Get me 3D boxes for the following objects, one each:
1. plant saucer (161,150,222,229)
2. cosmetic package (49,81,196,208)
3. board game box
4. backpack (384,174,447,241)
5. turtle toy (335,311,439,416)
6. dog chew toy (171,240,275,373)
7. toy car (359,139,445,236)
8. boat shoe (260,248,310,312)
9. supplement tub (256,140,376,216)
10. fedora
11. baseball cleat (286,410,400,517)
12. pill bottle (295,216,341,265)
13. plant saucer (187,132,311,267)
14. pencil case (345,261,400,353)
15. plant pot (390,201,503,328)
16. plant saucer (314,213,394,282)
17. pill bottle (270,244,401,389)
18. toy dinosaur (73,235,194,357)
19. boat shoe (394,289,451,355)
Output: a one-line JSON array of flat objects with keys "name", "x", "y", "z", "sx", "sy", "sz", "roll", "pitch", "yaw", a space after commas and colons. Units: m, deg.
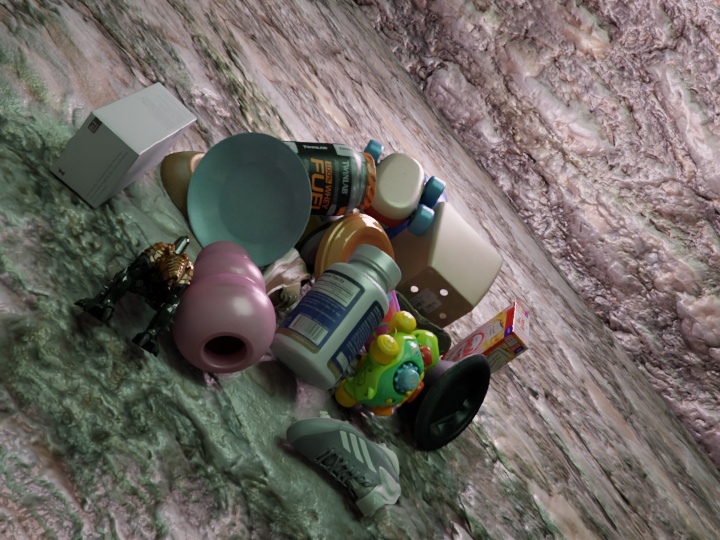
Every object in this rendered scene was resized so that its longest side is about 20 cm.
[{"name": "plant saucer", "x": -0.233, "y": -0.131, "z": 1.038, "sx": 0.200, "sy": 0.035, "sz": 0.200, "roll": 38, "pitch": 27, "yaw": -23}, {"name": "cosmetic package", "x": -0.322, "y": -0.180, "z": 0.869, "sx": 0.081, "sy": 0.113, "sz": 0.200, "roll": 42, "pitch": 27, "yaw": -14}, {"name": "board game box", "x": 0.236, "y": 0.159, "z": 1.214, "sx": 0.046, "sy": 0.200, "sz": 0.152, "roll": 47, "pitch": 24, "yaw": -4}, {"name": "backpack", "x": 0.123, "y": -0.123, "z": 1.473, "sx": 0.162, "sy": 0.168, "sz": 0.200, "roll": 32, "pitch": 33, "yaw": -20}, {"name": "turtle toy", "x": 0.057, "y": 0.144, "z": 0.960, "sx": 0.101, "sy": 0.146, "sz": 0.200, "roll": 39, "pitch": 35, "yaw": 6}, {"name": "dog chew toy", "x": -0.175, "y": 0.035, "z": 0.803, "sx": 0.124, "sy": 0.125, "sz": 0.200, "roll": 33, "pitch": 24, "yaw": -32}, {"name": "toy car", "x": 0.046, "y": -0.135, "z": 1.330, "sx": 0.184, "sy": 0.200, "sz": 0.177, "roll": 29, "pitch": 53, "yaw": -5}, {"name": "boat shoe", "x": -0.124, "y": 0.025, "z": 0.955, "sx": 0.072, "sy": 0.076, "sz": 0.200, "roll": 51, "pitch": 27, "yaw": -6}, {"name": "supplement tub", "x": -0.083, "y": -0.152, "z": 1.039, "sx": 0.199, "sy": 0.123, "sz": 0.123, "roll": -2, "pitch": 48, "yaw": -19}, {"name": "fedora", "x": 0.135, "y": 0.207, "z": 1.068, "sx": 0.092, "sy": 0.201, "sz": 0.200, "roll": 29, "pitch": 10, "yaw": 35}, {"name": "baseball cleat", "x": -0.011, "y": 0.257, "z": 0.816, "sx": 0.200, "sy": 0.070, "sz": 0.107, "roll": 30, "pitch": 31, "yaw": -35}, {"name": "pill bottle", "x": -0.097, "y": -0.118, "z": 1.157, "sx": 0.111, "sy": 0.111, "sz": 0.200, "roll": 8, "pitch": 48, "yaw": -56}, {"name": "plant saucer", "x": -0.161, "y": -0.103, "z": 0.934, "sx": 0.201, "sy": 0.201, "sz": 0.039, "roll": 54, "pitch": 13, "yaw": 9}, {"name": "pencil case", "x": 0.031, "y": 0.068, "z": 1.049, "sx": 0.088, "sy": 0.088, "sz": 0.200, "roll": -83, "pitch": 155, "yaw": -58}, {"name": "plant pot", "x": 0.158, "y": 0.016, "z": 1.319, "sx": 0.200, "sy": 0.200, "sz": 0.177, "roll": 42, "pitch": 36, "yaw": -15}, {"name": "plant saucer", "x": 0.000, "y": 0.000, "z": 1.096, "sx": 0.200, "sy": 0.037, "sz": 0.201, "roll": -6, "pitch": 98, "yaw": -50}, {"name": "pill bottle", "x": -0.030, "y": 0.061, "z": 0.898, "sx": 0.111, "sy": 0.111, "sz": 0.200, "roll": 44, "pitch": 67, "yaw": -12}, {"name": "toy dinosaur", "x": -0.235, "y": 0.010, "z": 0.702, "sx": 0.102, "sy": 0.136, "sz": 0.200, "roll": 33, "pitch": -17, "yaw": 0}, {"name": "boat shoe", "x": 0.080, "y": 0.100, "z": 1.218, "sx": 0.202, "sy": 0.075, "sz": 0.075, "roll": 40, "pitch": -10, "yaw": -5}]
